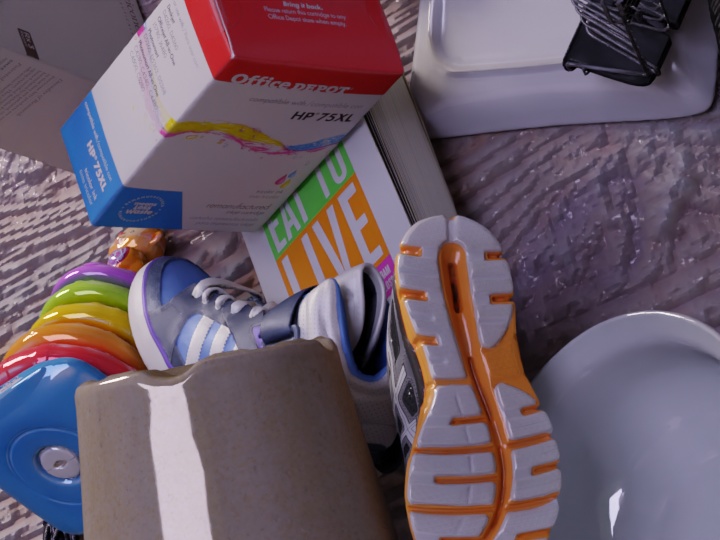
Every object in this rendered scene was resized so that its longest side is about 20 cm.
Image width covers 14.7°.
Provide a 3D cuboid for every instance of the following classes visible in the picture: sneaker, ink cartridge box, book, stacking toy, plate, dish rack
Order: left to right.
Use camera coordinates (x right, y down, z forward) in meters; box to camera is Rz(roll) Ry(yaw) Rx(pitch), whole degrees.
[{"bbox_3d":[-0.147,0.039,1.603,0.116,0.110,0.201,-31,29,35],"label":"stacking toy"},{"bbox_3d":[-0.061,-0.102,1.499,0.200,0.116,0.068,-45,55,42],"label":"ink cartridge box"},{"bbox_3d":[-0.039,0.031,1.509,0.147,0.080,0.201,-50,50,27],"label":"sneaker"},{"bbox_3d":[0.000,0.000,1.548,0.134,0.048,0.201,-45,55,37],"label":"book"},{"bbox_3d":[0.051,0.077,1.395,0.077,0.078,0.201,120,149,-66],"label":"sneaker"},{"bbox_3d":[0.107,-0.178,1.527,0.199,0.032,0.201,-3,77,37],"label":"plate"},{"bbox_3d":[0.146,-0.176,1.369,0.054,0.200,0.154,23,86,12],"label":"dish rack"}]

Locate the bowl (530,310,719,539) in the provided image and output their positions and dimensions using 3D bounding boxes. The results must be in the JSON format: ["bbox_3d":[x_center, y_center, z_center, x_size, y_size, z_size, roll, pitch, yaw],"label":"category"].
[{"bbox_3d":[0.154,0.127,1.365,0.201,0.090,0.202,-25,55,43],"label":"bowl"}]

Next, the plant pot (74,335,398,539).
[{"bbox_3d":[-0.059,0.133,1.376,0.199,0.200,0.185,-12,87,34],"label":"plant pot"}]

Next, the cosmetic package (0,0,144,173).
[{"bbox_3d":[-0.210,-0.138,1.648,0.081,0.199,0.113,-35,62,26],"label":"cosmetic package"}]

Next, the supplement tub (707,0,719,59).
[{"bbox_3d":[0.240,-0.079,1.345,0.122,0.122,0.201,-22,67,31],"label":"supplement tub"}]

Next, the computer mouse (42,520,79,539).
[{"bbox_3d":[-0.121,0.143,1.607,0.199,0.046,0.142,-9,72,35],"label":"computer mouse"}]
